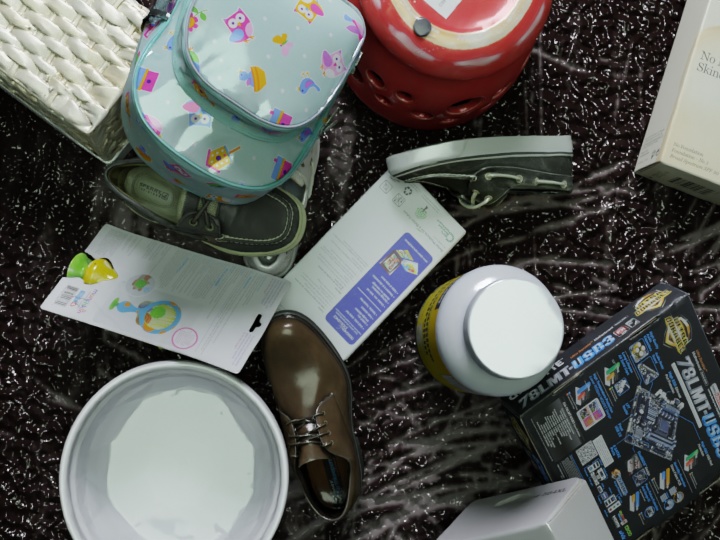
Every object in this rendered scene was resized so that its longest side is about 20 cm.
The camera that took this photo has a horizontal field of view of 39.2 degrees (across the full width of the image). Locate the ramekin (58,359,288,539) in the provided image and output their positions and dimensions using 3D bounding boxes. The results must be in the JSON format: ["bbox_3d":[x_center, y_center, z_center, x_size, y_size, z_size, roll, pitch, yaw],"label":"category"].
[{"bbox_3d":[-0.164,0.181,0.914,0.197,0.105,0.204,0,86,-7],"label":"ramekin"}]

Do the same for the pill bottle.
[{"bbox_3d":[0.115,0.055,0.904,0.110,0.200,0.114,1,84,-5],"label":"pill bottle"}]

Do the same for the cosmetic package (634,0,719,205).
[{"bbox_3d":[0.359,-0.179,1.012,0.102,0.073,0.203,18,85,-4],"label":"cosmetic package"}]

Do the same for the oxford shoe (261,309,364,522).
[{"bbox_3d":[-0.040,0.133,0.914,0.072,0.085,0.203,-17,103,9],"label":"oxford shoe"}]

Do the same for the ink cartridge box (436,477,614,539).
[{"bbox_3d":[0.171,0.306,0.912,0.084,0.145,0.202,-29,92,-49],"label":"ink cartridge box"}]

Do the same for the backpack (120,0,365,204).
[{"bbox_3d":[-0.100,-0.161,0.835,0.174,0.153,0.202,29,82,-21],"label":"backpack"}]

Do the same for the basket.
[{"bbox_3d":[-0.271,-0.212,0.920,0.199,0.123,0.136,37,84,-3],"label":"basket"}]

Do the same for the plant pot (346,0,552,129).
[{"bbox_3d":[0.077,-0.245,0.933,0.197,0.182,0.204,0,88,-8],"label":"plant pot"}]

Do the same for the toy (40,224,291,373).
[{"bbox_3d":[-0.175,0.033,0.924,0.197,0.048,0.116,19,49,12],"label":"toy"}]

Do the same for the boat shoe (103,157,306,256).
[{"bbox_3d":[-0.146,-0.060,0.917,0.198,0.066,0.073,16,93,23],"label":"boat shoe"}]

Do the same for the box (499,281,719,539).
[{"bbox_3d":[0.256,0.148,0.957,0.197,0.050,0.202,-34,113,-9],"label":"box"}]

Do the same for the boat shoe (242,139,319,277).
[{"bbox_3d":[-0.074,-0.093,0.960,0.070,0.069,0.204,4,86,-6],"label":"boat shoe"}]

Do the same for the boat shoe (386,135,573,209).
[{"bbox_3d":[0.120,-0.092,0.968,0.197,0.071,0.065,-6,91,-20],"label":"boat shoe"}]

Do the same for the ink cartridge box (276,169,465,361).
[{"bbox_3d":[0.000,0.000,0.978,0.100,0.039,0.200,45,81,-2],"label":"ink cartridge box"}]
